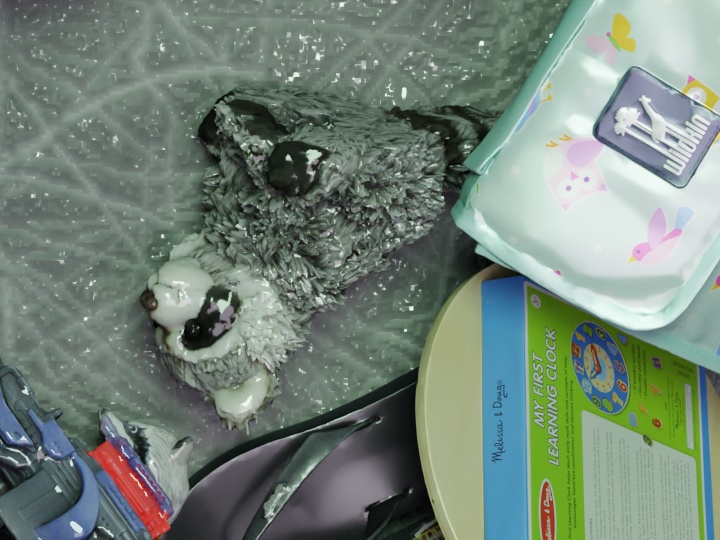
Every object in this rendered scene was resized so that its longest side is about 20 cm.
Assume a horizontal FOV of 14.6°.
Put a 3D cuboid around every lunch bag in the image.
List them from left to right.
[{"bbox_3d":[0.150,-0.052,1.206,0.199,0.122,0.171,25,102,-35],"label":"lunch bag"}]

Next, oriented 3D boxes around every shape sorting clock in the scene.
[{"bbox_3d":[0.100,0.088,1.240,0.199,0.039,0.201,23,55,-38],"label":"shape sorting clock"}]

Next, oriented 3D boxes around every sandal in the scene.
[{"bbox_3d":[-0.013,0.099,1.258,0.200,0.043,0.076,-34,109,-7],"label":"sandal"}]

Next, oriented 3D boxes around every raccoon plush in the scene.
[{"bbox_3d":[0.000,0.000,1.219,0.199,0.097,0.135,5,109,-17],"label":"raccoon plush"}]

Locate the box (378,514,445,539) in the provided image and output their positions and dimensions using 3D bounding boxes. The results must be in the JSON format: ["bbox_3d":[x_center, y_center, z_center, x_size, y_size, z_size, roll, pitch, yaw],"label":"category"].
[{"bbox_3d":[0.002,0.226,1.267,0.198,0.050,0.201,-25,122,-12],"label":"box"}]

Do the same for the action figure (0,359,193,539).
[{"bbox_3d":[-0.164,0.109,1.209,0.193,0.105,0.201,-26,79,-15],"label":"action figure"}]
